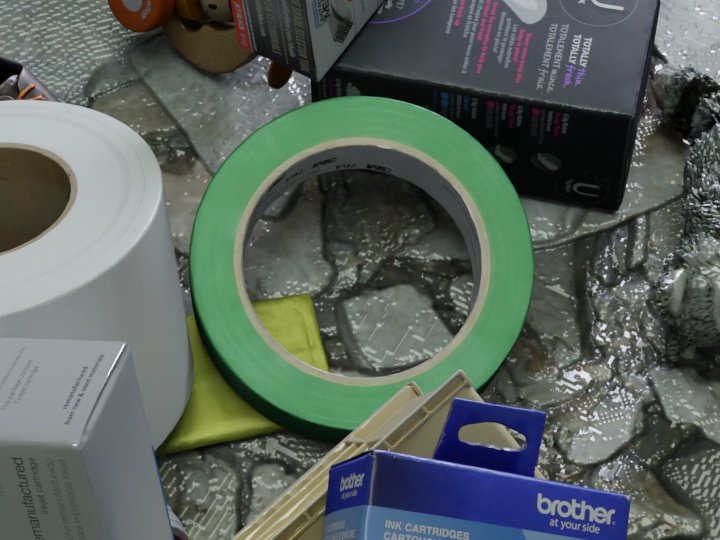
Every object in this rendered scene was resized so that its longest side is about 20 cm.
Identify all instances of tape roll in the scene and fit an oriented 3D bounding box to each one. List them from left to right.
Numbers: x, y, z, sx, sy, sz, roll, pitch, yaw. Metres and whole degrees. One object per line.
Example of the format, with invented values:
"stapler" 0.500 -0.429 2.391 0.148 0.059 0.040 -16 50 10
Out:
"tape roll" -0.199 0.017 1.166 0.202 0.139 0.203 -3 39 3
"tape roll" 0.000 0.000 1.226 0.200 0.048 0.201 1 75 -4

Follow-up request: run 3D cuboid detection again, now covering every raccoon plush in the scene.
"raccoon plush" 0.203 -0.029 1.276 0.134 0.097 0.200 -36 34 -5

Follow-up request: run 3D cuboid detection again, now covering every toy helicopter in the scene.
"toy helicopter" -0.067 -0.205 1.309 0.132 0.200 0.079 42 39 16

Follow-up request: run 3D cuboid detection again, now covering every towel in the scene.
"towel" -0.117 0.071 1.239 0.199 0.018 0.086 -11 64 -7

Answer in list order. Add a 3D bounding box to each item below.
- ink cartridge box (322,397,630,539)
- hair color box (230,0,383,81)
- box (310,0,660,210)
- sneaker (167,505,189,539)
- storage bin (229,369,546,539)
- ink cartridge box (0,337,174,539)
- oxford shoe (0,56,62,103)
"ink cartridge box" 0.048 0.165 0.993 0.136 0.076 0.201 11 75 -16
"hair color box" 0.000 -0.223 1.237 0.064 0.111 0.200 25 62 20
"box" 0.078 -0.129 1.303 0.199 0.106 0.123 11 59 9
"sneaker" -0.119 0.165 1.142 0.200 0.081 0.088 21 63 13
"storage bin" 0.032 0.190 1.071 0.198 0.094 0.200 -40 94 -21
"ink cartridge box" -0.207 0.111 1.052 0.199 0.147 0.086 1 36 13
"oxford shoe" -0.204 -0.078 1.297 0.200 0.073 0.071 34 64 19
